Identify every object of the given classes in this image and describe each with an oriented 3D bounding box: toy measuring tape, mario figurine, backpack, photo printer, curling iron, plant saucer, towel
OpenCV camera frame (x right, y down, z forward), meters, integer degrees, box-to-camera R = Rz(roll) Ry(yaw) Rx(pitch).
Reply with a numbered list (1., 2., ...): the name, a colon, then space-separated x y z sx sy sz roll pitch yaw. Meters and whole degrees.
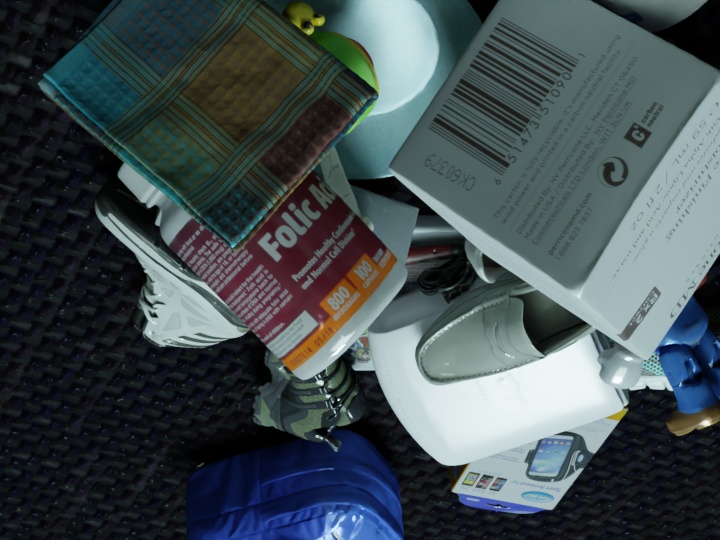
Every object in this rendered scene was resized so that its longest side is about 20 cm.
1. toy measuring tape: -0.011 -0.100 0.942 0.072 0.074 0.202 -13 123 11
2. mario figurine: 0.245 0.031 1.101 0.105 0.123 0.202 -26 87 26
3. backpack: -0.052 0.264 1.311 0.198 0.170 0.163 -22 139 14
4. photo printer: 0.113 0.077 1.142 0.197 0.070 0.168 -20 115 17
5. curling iron: 0.000 0.000 1.100 0.196 0.050 0.026 1 142 7
6. plant saucer: -0.001 -0.155 0.979 0.197 0.039 0.203 -1 136 -1
7. towel: -0.105 -0.123 0.877 0.147 0.199 0.022 -48 158 -7

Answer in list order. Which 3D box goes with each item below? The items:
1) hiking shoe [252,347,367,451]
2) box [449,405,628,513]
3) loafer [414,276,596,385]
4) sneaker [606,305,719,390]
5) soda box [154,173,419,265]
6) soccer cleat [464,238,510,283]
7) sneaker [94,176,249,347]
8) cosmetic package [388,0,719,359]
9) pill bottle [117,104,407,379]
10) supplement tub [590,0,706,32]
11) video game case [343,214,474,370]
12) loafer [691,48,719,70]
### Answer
1. hiking shoe: -0.034 0.087 1.182 0.099 0.076 0.201 23 143 4
2. box: 0.170 0.174 1.318 0.117 0.042 0.201 12 136 -14
3. loafer: 0.127 0.040 1.040 0.198 0.070 0.070 -30 99 20
4. sneaker: 0.258 0.059 1.182 0.197 0.078 0.092 -14 130 10
5. soda box: -0.059 -0.042 1.040 0.197 0.069 0.063 18 166 -10
6. soccer cleat: 0.170 -0.057 1.044 0.199 0.078 0.069 -35 118 19
7. sneaker: -0.172 0.010 1.111 0.115 0.076 0.200 -31 131 24
8. cosmetic package: 0.156 -0.066 0.902 0.166 0.164 0.200 -56 151 2
9. pill bottle: -0.071 -0.031 0.942 0.200 0.114 0.114 45 123 -5
10. supplement tub: 0.141 -0.252 0.822 0.199 0.133 0.132 31 127 -29
11. video game case: 0.073 0.022 1.173 0.196 0.022 0.184 -1 135 -3
12. loafer: 0.313 -0.095 1.026 0.071 0.074 0.200 -23 132 22
